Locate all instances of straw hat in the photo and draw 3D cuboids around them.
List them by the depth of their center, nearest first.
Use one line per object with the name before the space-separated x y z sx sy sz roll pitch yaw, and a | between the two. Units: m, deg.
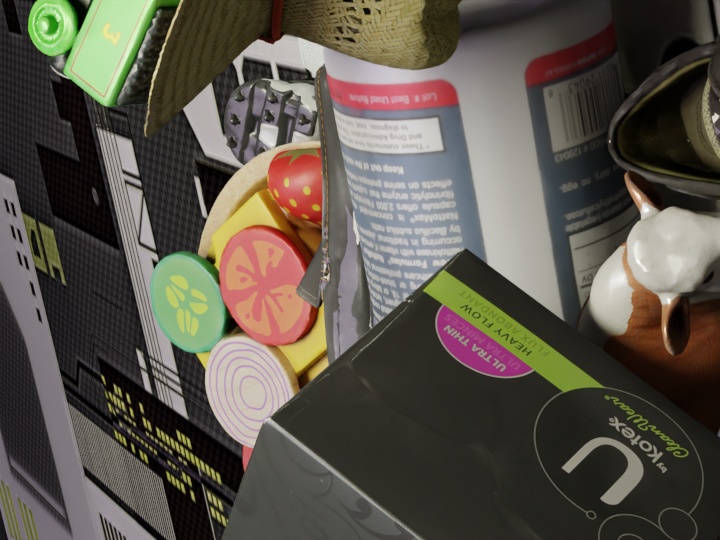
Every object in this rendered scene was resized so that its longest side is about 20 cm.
straw hat | 0.004 -0.111 0.760 0.201 0.085 0.202 -155 90 -89

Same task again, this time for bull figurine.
bull figurine | 0.119 0.040 0.857 0.065 0.121 0.201 62 140 37

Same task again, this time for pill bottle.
pill bottle | 0.059 -0.012 0.941 0.119 0.119 0.202 -153 49 -64

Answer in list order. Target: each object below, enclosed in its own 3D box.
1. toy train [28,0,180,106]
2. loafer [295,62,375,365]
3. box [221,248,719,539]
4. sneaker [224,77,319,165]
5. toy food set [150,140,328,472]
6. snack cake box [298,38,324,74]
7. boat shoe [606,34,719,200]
toy train | -0.059 -0.147 0.795 0.056 0.042 0.201 38 116 24
loafer | 0.000 0.000 1.035 0.072 0.073 0.202 -14 80 27
box | 0.033 0.126 0.822 0.148 0.124 0.201 36 136 16
sneaker | 0.030 -0.050 1.155 0.199 0.090 0.067 30 123 28
toy food set | -0.012 0.036 1.128 0.198 0.049 0.201 -41 79 41
snack cake box | 0.008 -0.186 1.099 0.115 0.067 0.202 -141 39 -60
boat shoe | 0.152 -0.054 0.811 0.200 0.064 0.074 158 95 -71
